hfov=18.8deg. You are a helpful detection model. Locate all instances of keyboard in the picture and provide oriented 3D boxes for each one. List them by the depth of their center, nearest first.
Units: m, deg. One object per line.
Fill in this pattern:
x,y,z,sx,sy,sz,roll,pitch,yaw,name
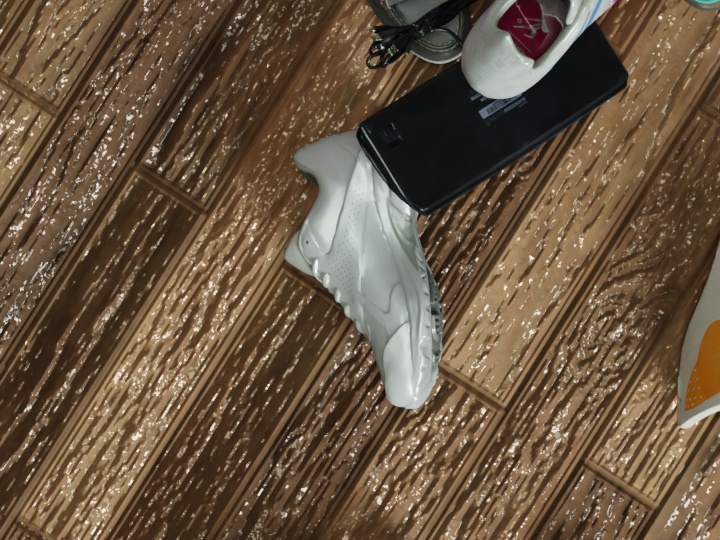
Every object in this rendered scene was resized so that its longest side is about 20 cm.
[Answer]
0.079,-0.133,1.474,0.199,0.021,0.128,-32,90,-23,keyboard

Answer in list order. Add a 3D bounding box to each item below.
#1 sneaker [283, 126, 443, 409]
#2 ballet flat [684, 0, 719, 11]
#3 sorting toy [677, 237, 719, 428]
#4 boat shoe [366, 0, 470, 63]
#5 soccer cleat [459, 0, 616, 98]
0.000,0.000,1.482,0.098,0.078,0.202,-12,77,8,sneaker
0.219,-0.264,1.477,0.068,0.068,0.202,-24,74,18,ballet flat
0.317,0.012,1.466,0.198,0.107,0.182,2,68,2,sorting toy
0.017,-0.237,1.496,0.066,0.057,0.201,-25,86,0,boat shoe
0.143,-0.193,1.452,0.070,0.086,0.200,40,68,-7,soccer cleat
